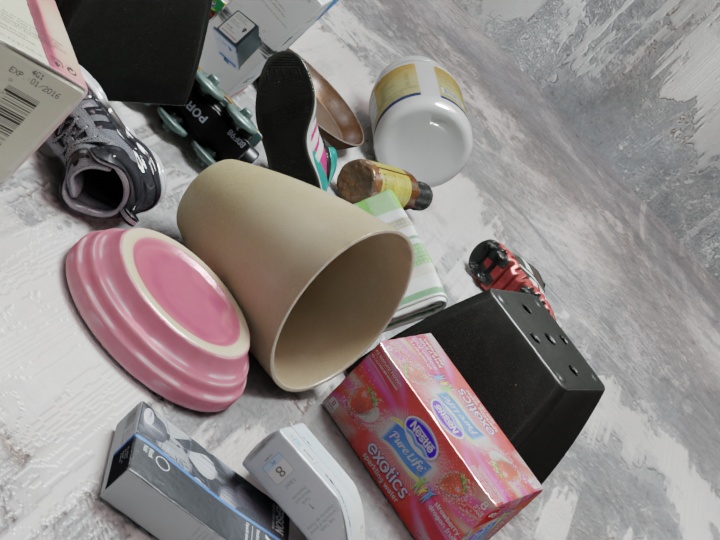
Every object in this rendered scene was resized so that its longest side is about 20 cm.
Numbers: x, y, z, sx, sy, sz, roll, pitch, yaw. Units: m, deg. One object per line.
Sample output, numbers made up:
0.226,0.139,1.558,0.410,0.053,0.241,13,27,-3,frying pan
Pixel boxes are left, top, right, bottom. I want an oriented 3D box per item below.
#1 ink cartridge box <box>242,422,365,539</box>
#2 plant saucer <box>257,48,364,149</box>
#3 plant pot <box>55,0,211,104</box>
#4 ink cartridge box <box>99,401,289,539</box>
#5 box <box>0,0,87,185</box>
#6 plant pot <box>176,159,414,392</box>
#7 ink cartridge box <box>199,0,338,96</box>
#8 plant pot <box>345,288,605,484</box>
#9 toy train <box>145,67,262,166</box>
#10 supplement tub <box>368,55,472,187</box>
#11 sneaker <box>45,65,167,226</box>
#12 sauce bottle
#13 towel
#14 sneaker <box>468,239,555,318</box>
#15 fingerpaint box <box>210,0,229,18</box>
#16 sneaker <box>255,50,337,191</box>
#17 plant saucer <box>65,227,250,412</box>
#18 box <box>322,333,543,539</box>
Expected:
-0.008,0.216,1.316,0.200,0.047,0.160,47,0,6,ink cartridge box
-0.077,-0.236,2.169,0.200,0.034,0.201,41,20,-19,plant saucer
-0.258,-0.303,1.588,0.199,0.178,0.200,0,47,-43,plant pot
-0.110,0.194,1.226,0.200,0.039,0.100,41,19,-20,ink cartridge box
-0.337,-0.196,1.381,0.109,0.128,0.200,28,27,-43,box
-0.082,-0.016,1.536,0.200,0.188,0.187,39,14,28,plant pot
-0.127,-0.297,1.925,0.086,0.200,0.146,47,19,-4,ink cartridge box
0.139,0.128,1.685,0.200,0.177,0.199,53,19,21,plant pot
-0.190,-0.193,1.775,0.200,0.085,0.114,44,9,-11,toy train
0.086,-0.224,2.323,0.144,0.144,0.200,39,21,-21,supplement tub
-0.265,-0.123,1.467,0.200,0.075,0.114,46,16,-12,sneaker
0.039,-0.108,2.115,0.066,0.066,0.200,55,20,22,sauce bottle
0.000,0.000,1.715,0.200,0.149,0.031,-114,-175,-49,towel
0.233,0.043,2.219,0.098,0.071,0.201,19,32,-50,sneaker
-0.195,-0.361,2.099,0.167,0.073,0.200,38,21,-19,fingerpaint box
-0.074,-0.162,1.867,0.121,0.083,0.201,-75,160,-79,sneaker
-0.170,0.034,1.400,0.200,0.051,0.201,40,19,-17,plant saucer
0.070,0.171,1.543,0.094,0.103,0.200,-6,55,-54,box
